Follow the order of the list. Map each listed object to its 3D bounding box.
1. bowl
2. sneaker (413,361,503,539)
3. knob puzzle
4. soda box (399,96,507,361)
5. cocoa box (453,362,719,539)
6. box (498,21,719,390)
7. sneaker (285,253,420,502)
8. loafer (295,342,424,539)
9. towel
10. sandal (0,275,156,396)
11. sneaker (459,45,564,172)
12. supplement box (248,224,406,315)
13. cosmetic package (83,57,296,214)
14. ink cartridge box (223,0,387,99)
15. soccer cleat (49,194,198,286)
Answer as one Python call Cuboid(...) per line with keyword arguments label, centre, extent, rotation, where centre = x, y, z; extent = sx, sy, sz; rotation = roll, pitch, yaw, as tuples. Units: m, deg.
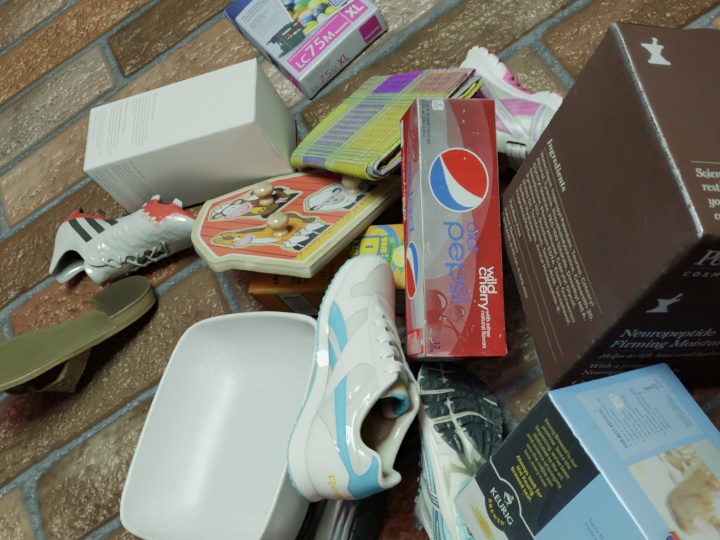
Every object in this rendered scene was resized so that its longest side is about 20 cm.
Cuboid(label="bowl", centre=(-0.100, 0.141, 0.739), extent=(0.197, 0.074, 0.204), rotation=(-5, 61, 41))
Cuboid(label="sneaker", centre=(0.067, 0.159, 0.680), extent=(0.087, 0.076, 0.203), rotation=(-55, 29, 36))
Cuboid(label="knob puzzle", centre=(-0.077, -0.061, 0.820), extent=(0.214, 0.031, 0.221), rotation=(-11, 28, 6))
Cuboid(label="soda box", centre=(0.072, -0.031, 0.697), extent=(0.068, 0.063, 0.205), rotation=(0, 83, -11))
Cuboid(label="cocoa box", centre=(0.180, 0.183, 0.551), extent=(0.202, 0.131, 0.132), rotation=(59, 136, 31))
Cuboid(label="box", centre=(0.218, -0.034, 0.609), extent=(0.162, 0.201, 0.167), rotation=(0, 58, -18))
Cuboid(label="sneaker", centre=(0.008, 0.077, 0.666), extent=(0.079, 0.077, 0.204), rotation=(-9, 54, 30))
Cuboid(label="loafer", centre=(-0.004, 0.151, 0.721), extent=(0.062, 0.072, 0.204), rotation=(8, 70, 32))
Cuboid(label="towel", centre=(0.016, -0.138, 0.825), extent=(0.144, 0.023, 0.199), rotation=(-45, 26, -14))
Cuboid(label="sandal", centre=(-0.292, 0.090, 0.878), extent=(0.210, 0.071, 0.077), rotation=(-32, 38, -22))
Cuboid(label="sneaker", centre=(0.138, -0.120, 0.797), extent=(0.088, 0.081, 0.200), rotation=(-43, 48, -1))
Cuboid(label="supplement box", centre=(0.000, 0.000, 0.796), extent=(0.195, 0.069, 0.068), rotation=(-2, 65, 20))
Cuboid(label="cosmetic package", centre=(-0.175, -0.132, 0.913), extent=(0.196, 0.108, 0.087), rotation=(-13, 59, 14))
Cuboid(label="ink cartridge box", centre=(-0.073, -0.294, 0.994), extent=(0.119, 0.042, 0.200), rotation=(-42, 55, -2))
Cuboid(label="soccer cleat", centre=(-0.244, -0.024, 0.910), extent=(0.196, 0.069, 0.087), rotation=(-1, 59, 28))
